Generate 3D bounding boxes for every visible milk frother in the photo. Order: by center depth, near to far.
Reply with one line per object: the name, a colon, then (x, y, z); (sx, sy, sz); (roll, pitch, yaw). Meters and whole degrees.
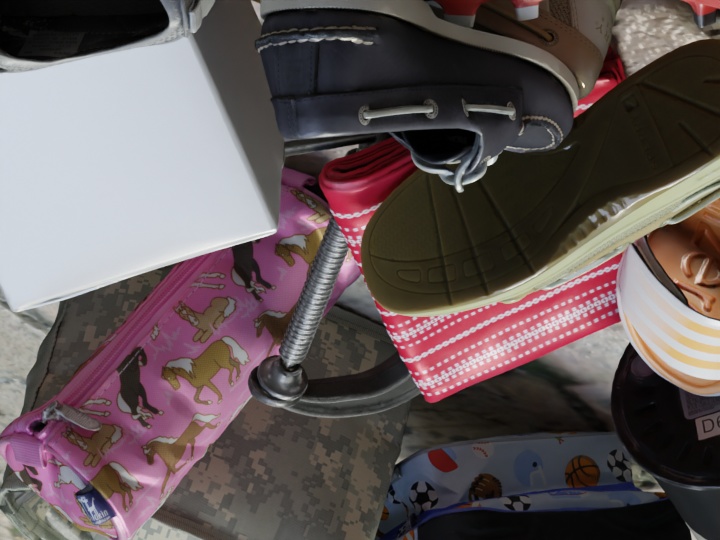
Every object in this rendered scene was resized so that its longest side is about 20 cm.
milk frother: (0.229, 0.134, 1.333); (0.180, 0.200, 0.188); (-4, 146, 27)

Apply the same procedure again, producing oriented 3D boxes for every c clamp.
c clamp: (0.000, 0.000, 1.285); (0.171, 0.027, 0.200); (-13, 138, -32)

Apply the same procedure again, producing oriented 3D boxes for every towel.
towel: (0.071, -0.015, 1.263); (0.144, 0.023, 0.200); (-23, 144, 2)

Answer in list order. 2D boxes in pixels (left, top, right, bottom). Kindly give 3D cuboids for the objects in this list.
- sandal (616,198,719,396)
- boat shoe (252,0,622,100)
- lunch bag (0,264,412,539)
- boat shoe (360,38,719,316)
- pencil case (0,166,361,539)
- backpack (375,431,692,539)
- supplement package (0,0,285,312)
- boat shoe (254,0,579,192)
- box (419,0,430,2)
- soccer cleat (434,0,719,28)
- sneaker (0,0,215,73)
sandal: (0.155, -0.010, 1.216); (0.079, 0.059, 0.207); (24, 137, 11)
boat shoe: (0.007, -0.117, 1.146); (0.200, 0.065, 0.072); (14, 151, 6)
lunch bag: (-0.087, 0.089, 1.458); (0.200, 0.164, 0.118); (24, 148, -11)
boat shoe: (0.093, -0.032, 1.164); (0.201, 0.073, 0.063); (-30, 154, 23)
pencil case: (-0.085, 0.039, 1.336); (0.083, 0.200, 0.087); (43, 162, -3)
backpack: (0.072, 0.174, 1.504); (0.200, 0.154, 0.191); (3, 152, -27)
supplement package: (-0.119, -0.107, 1.081); (0.120, 0.121, 0.200); (-17, 121, 11)
boat shoe: (0.023, -0.062, 1.055); (0.073, 0.063, 0.200); (-3, 170, 30)
box: (0.033, -0.175, 0.987); (0.200, 0.106, 0.122); (-4, 147, 35)
soccer cleat: (0.086, -0.141, 1.060); (0.200, 0.069, 0.085); (6, 117, 18)
sneaker: (-0.144, -0.106, 0.960); (0.200, 0.082, 0.075); (-6, 122, 6)
